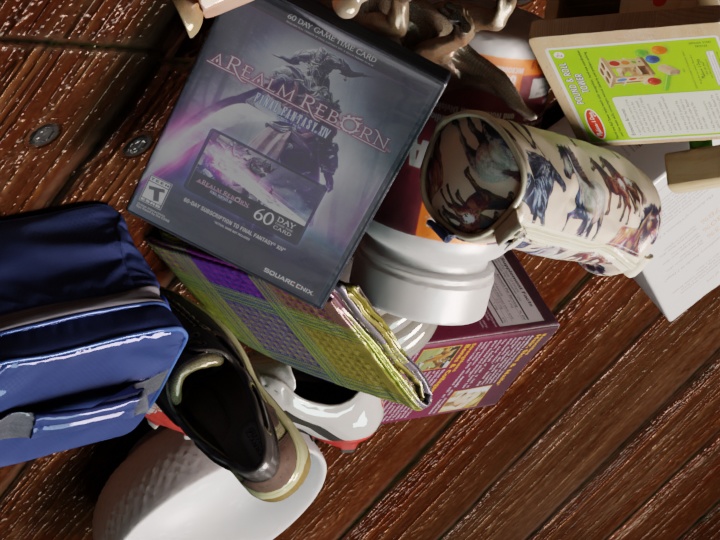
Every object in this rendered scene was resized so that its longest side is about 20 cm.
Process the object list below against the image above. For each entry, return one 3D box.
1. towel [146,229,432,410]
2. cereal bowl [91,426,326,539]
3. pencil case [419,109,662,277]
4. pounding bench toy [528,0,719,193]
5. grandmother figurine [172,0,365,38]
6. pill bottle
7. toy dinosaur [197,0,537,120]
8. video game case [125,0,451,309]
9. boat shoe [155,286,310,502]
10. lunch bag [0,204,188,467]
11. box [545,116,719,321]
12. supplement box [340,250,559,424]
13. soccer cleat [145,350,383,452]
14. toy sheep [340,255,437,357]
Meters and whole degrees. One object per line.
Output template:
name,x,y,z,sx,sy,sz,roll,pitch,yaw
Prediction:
towel,-0.046,0.031,1.684,0.023,0.199,0.144,-55,133,-18
cereal bowl,-0.131,0.172,1.982,0.199,0.084,0.201,-24,154,-13
pencil case,0.118,-0.043,1.540,0.078,0.090,0.199,-29,158,28
pounding bench toy,0.205,-0.163,1.601,0.123,0.157,0.200,-3,148,22
grandmother figurine,-0.021,-0.202,1.408,0.199,0.061,0.122,-26,123,-1
pill bottle,0.057,-0.074,1.617,0.114,0.114,0.202,-5,114,-42
toy dinosaur,0.014,-0.143,1.511,0.199,0.086,0.136,30,131,-11
video game case,-0.048,-0.078,1.507,0.201,0.142,0.019,-60,-175,39
boat shoe,-0.109,0.074,1.699,0.073,0.200,0.065,-45,154,-3
lunch bag,-0.212,0.053,1.623,0.199,0.133,0.136,-12,149,-33
box,0.239,-0.069,1.898,0.124,0.098,0.200,-38,148,-1
supplement box,0.045,0.055,1.959,0.199,0.086,0.111,-7,145,-40
soccer cleat,-0.079,0.086,1.839,0.198,0.069,0.086,9,138,-1
toy sheep,0.000,0.000,1.758,0.137,0.138,0.200,-31,154,1
